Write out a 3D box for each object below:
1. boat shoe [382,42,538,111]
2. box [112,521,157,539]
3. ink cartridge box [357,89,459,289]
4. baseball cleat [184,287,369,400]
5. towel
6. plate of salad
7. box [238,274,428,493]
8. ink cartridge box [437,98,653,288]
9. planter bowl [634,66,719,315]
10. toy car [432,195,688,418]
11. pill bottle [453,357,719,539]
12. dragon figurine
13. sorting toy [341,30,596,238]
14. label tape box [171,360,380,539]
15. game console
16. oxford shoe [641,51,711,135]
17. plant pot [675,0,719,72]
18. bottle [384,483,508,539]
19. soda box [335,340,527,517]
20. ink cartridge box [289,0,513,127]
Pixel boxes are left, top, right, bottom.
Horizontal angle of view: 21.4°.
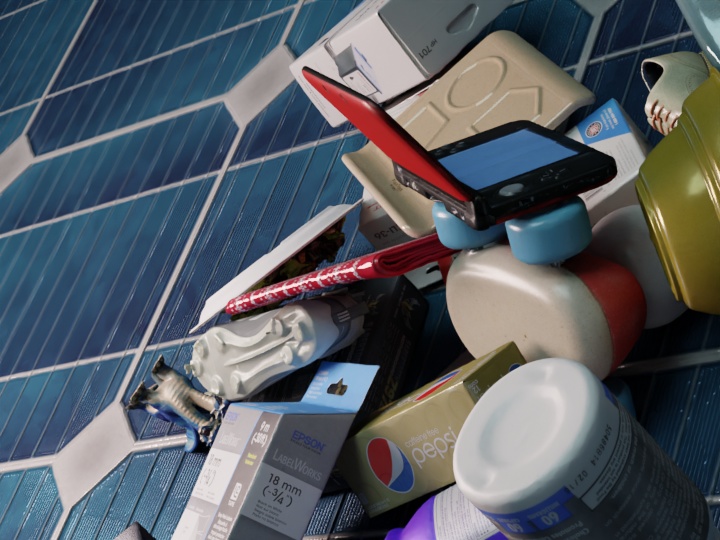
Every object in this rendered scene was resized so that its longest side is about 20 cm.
[{"bbox_3d":[0.090,-0.179,1.841,0.199,0.067,0.057,-29,39,32],"label":"boat shoe"},{"bbox_3d":[-0.178,0.330,1.467,0.200,0.182,0.104,-40,32,9],"label":"box"},{"bbox_3d":[0.066,-0.080,1.753,0.116,0.068,0.201,-25,36,29],"label":"ink cartridge box"},{"bbox_3d":[-0.064,0.065,1.651,0.106,0.071,0.199,-15,0,-38],"label":"baseball cleat"},{"bbox_3d":[0.000,0.000,1.554,0.144,0.023,0.199,-17,1,-42],"label":"towel"},{"bbox_3d":[-0.070,0.003,1.723,0.199,0.048,0.200,-37,1,1],"label":"plate of salad"},{"bbox_3d":[-0.035,0.105,1.679,0.157,0.051,0.201,-18,41,39],"label":"box"},{"bbox_3d":[0.162,-0.037,1.590,0.199,0.067,0.117,-37,31,15],"label":"ink cartridge box"},{"bbox_3d":[0.246,-0.034,1.347,0.083,0.201,0.201,-20,36,7],"label":"planter bowl"},{"bbox_3d":[0.185,0.005,1.467,0.199,0.186,0.176,-26,21,-28],"label":"toy car"},{"bbox_3d":[0.159,0.159,1.244,0.113,0.200,0.114,-31,33,23],"label":"pill bottle"},{"bbox_3d":[-0.162,0.132,1.787,0.059,0.099,0.200,-54,2,-15],"label":"dragon figurine"},{"bbox_3d":[0.094,-0.119,1.677,0.199,0.037,0.185,-38,32,-1],"label":"sorting toy"},{"bbox_3d":[-0.073,0.153,1.530,0.202,0.063,0.144,-66,18,-9],"label":"label tape box"},{"bbox_3d":[0.070,-0.111,1.417,0.171,0.120,0.200,-20,18,-11],"label":"game console"},{"bbox_3d":[0.266,-0.113,1.530,0.073,0.071,0.201,3,31,-2],"label":"oxford shoe"},{"bbox_3d":[0.355,-0.158,1.385,0.195,0.196,0.201,-26,47,20],"label":"plant pot"},{"bbox_3d":[0.077,0.201,1.421,0.199,0.065,0.084,-33,31,21],"label":"bottle"},{"bbox_3d":[0.060,0.124,1.460,0.064,0.068,0.200,-34,1,-37],"label":"soda box"},{"bbox_3d":[0.040,-0.234,1.871,0.146,0.086,0.200,-44,10,-27],"label":"ink cartridge box"}]
